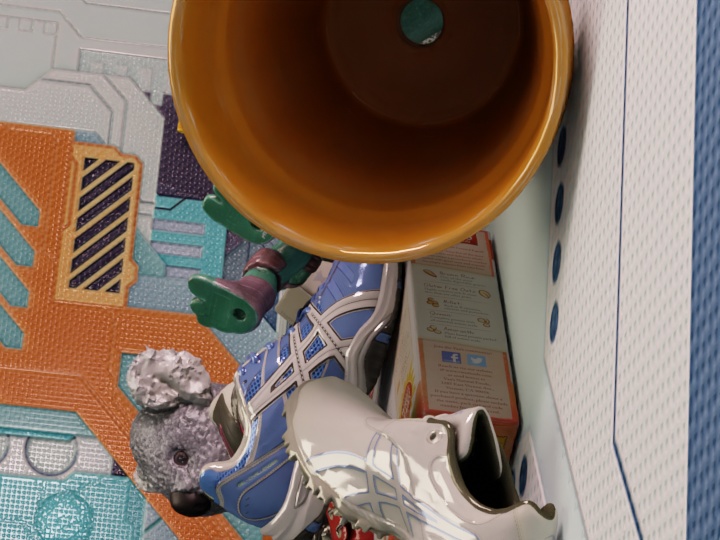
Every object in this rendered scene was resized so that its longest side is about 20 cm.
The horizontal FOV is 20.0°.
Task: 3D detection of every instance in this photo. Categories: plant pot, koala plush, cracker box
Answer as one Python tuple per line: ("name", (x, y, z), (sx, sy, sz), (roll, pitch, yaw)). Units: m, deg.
("plant pot", (0.019, -0.120, 1.072), (0.183, 0.198, 0.202), (-46, -35, -74))
("koala plush", (-0.088, 0.141, 1.576), (0.178, 0.198, 0.185), (87, -160, -47))
("cracker box", (0.044, 0.080, 1.168), (0.201, 0.057, 0.135), (-94, 13, -58))

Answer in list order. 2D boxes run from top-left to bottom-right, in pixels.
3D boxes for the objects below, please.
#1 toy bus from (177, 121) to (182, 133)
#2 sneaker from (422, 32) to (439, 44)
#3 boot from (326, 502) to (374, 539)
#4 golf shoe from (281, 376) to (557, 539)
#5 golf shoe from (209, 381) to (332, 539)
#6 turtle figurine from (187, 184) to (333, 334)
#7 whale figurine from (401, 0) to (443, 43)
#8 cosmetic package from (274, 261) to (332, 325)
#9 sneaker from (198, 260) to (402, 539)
("toy bus", (-0.208, -0.265, 3.384), (0.192, 0.198, 0.137), (128, 153, -68))
("sneaker", (0.035, -0.155, 1.535), (0.200, 0.076, 0.081), (-122, 50, -74))
("boot", (-0.011, 0.133, 1.247), (0.145, 0.072, 0.200), (55, -169, -19))
("golf shoe", (0.035, 0.097, 0.998), (0.200, 0.078, 0.098), (47, 119, 43))
("golf shoe", (-0.031, 0.156, 1.382), (0.088, 0.077, 0.201), (-13, 107, 56))
("turtle figurine", (-0.038, -0.045, 1.264), (0.200, 0.100, 0.151), (-48, -43, -59))
("whale figurine", (0.016, -0.177, 1.202), (0.201, 0.158, 0.104), (-58, 6, 4))
("cosmetic package", (0.000, 0.000, 1.461), (0.106, 0.071, 0.200), (-54, 1, -7))
("sneaker", (-0.030, 0.056, 1.188), (0.076, 0.076, 0.202), (130, 161, -78))
